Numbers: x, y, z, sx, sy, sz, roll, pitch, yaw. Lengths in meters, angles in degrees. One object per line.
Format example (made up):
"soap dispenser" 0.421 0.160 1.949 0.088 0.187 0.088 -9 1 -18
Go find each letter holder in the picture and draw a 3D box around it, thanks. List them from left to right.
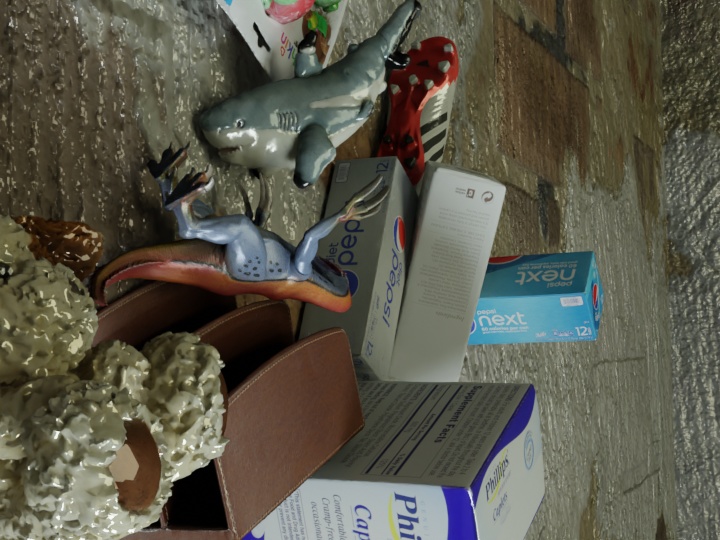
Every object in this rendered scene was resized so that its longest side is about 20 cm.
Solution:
"letter holder" -0.089 0.073 0.749 0.200 0.100 0.143 -30 113 -64

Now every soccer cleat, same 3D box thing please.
"soccer cleat" 0.060 -0.151 1.160 0.085 0.068 0.201 67 33 -56

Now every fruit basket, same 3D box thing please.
"fruit basket" -0.044 -0.248 0.876 0.185 0.093 0.201 52 44 -54

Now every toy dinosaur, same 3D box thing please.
"toy dinosaur" -0.078 -0.008 0.783 0.200 0.105 0.182 -48 127 -15

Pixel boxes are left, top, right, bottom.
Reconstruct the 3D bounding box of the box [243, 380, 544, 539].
"box" 0.023 0.166 0.867 0.184 0.199 0.106 -39 124 -61

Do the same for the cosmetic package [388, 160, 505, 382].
"cosmetic package" 0.075 0.004 1.061 0.102 0.074 0.201 -89 -167 -81

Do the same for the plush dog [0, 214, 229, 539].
"plush dog" -0.172 0.049 0.556 0.200 0.160 0.173 -30 98 -80

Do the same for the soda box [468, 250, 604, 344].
"soda box" 0.141 0.030 1.149 0.068 0.199 0.064 -66 145 -46

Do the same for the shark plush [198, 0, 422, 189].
"shark plush" -0.024 -0.141 0.851 0.083 0.200 0.091 55 -5 -24

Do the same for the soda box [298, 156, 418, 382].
"soda box" 0.000 0.000 1.000 0.068 0.063 0.201 55 39 -53
